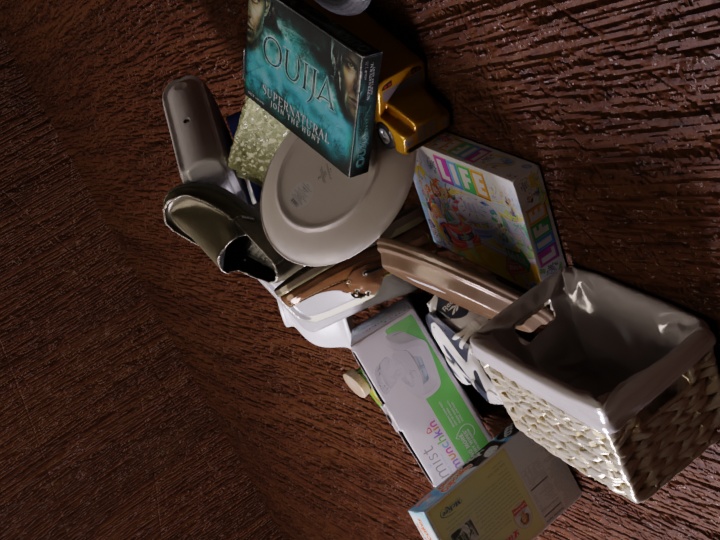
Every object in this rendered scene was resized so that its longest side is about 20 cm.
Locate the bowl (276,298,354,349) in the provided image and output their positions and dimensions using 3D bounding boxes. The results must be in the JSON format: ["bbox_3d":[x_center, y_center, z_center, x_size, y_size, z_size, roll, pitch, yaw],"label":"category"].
[{"bbox_3d":[-0.069,0.021,1.617,0.201,0.089,0.203,-14,-90,-88],"label":"bowl"}]

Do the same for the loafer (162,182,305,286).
[{"bbox_3d":[-0.155,-0.042,1.397,0.198,0.070,0.076,22,127,17],"label":"loafer"}]

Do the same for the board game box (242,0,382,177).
[{"bbox_3d":[-0.055,-0.202,1.220,0.200,0.028,0.136,40,137,37],"label":"board game box"}]

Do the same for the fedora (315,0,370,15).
[{"bbox_3d":[-0.025,-0.334,1.066,0.201,0.091,0.201,49,160,26],"label":"fedora"}]

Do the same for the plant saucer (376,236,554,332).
[{"bbox_3d":[0.103,0.017,1.214,0.198,0.030,0.200,25,178,1],"label":"plant saucer"}]

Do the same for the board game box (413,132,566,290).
[{"bbox_3d":[0.123,-0.064,1.201,0.200,0.034,0.135,31,147,55],"label":"board game box"}]

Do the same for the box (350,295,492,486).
[{"bbox_3d":[0.073,0.146,1.480,0.201,0.096,0.176,59,-179,-2],"label":"box"}]

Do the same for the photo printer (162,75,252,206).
[{"bbox_3d":[-0.196,-0.144,1.533,0.167,0.069,0.201,70,179,-46],"label":"photo printer"}]

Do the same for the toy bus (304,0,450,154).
[{"bbox_3d":[0.009,-0.208,1.222,0.200,0.065,0.079,46,156,32],"label":"toy bus"}]

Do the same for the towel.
[{"bbox_3d":[-0.071,-0.162,1.368,0.147,0.037,0.201,23,133,4],"label":"towel"}]

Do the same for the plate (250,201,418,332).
[{"bbox_3d":[-0.059,-0.010,1.449,0.199,0.032,0.200,-24,118,38],"label":"plate"}]

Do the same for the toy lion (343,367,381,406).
[{"bbox_3d":[0.074,0.192,1.706,0.192,0.069,0.200,50,161,1],"label":"toy lion"}]

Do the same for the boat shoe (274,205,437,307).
[{"bbox_3d":[0.000,0.000,1.355,0.068,0.199,0.072,64,170,-9],"label":"boat shoe"}]

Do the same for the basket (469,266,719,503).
[{"bbox_3d":[0.217,0.101,1.066,0.200,0.135,0.124,27,147,57],"label":"basket"}]

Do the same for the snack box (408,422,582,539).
[{"bbox_3d":[0.159,0.268,1.369,0.037,0.199,0.117,-12,109,60],"label":"snack box"}]

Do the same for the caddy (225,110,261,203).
[{"bbox_3d":[-0.104,-0.154,1.526,0.200,0.104,0.143,-129,18,-80],"label":"caddy"}]

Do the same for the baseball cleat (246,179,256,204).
[{"bbox_3d":[-0.115,-0.077,1.742,0.202,0.069,0.106,66,171,-4],"label":"baseball cleat"}]

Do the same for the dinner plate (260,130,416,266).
[{"bbox_3d":[-0.031,-0.101,1.251,0.200,0.201,0.024,41,-175,41],"label":"dinner plate"}]

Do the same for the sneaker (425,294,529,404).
[{"bbox_3d":[0.130,0.069,1.319,0.130,0.079,0.199,54,173,-15],"label":"sneaker"}]
